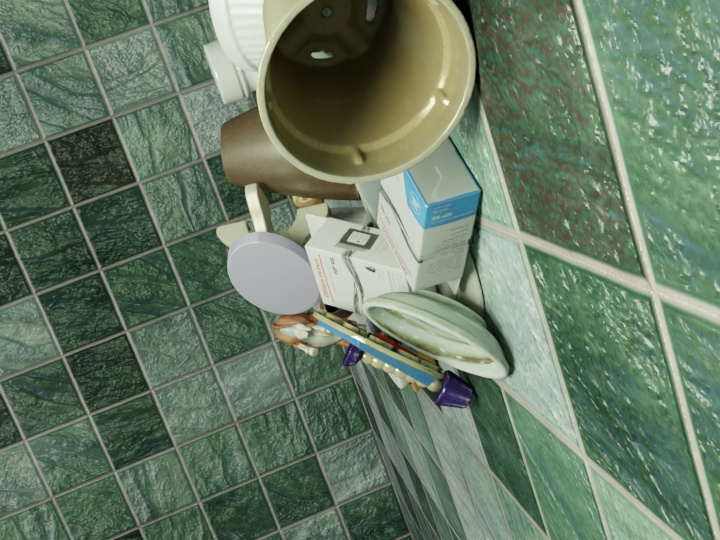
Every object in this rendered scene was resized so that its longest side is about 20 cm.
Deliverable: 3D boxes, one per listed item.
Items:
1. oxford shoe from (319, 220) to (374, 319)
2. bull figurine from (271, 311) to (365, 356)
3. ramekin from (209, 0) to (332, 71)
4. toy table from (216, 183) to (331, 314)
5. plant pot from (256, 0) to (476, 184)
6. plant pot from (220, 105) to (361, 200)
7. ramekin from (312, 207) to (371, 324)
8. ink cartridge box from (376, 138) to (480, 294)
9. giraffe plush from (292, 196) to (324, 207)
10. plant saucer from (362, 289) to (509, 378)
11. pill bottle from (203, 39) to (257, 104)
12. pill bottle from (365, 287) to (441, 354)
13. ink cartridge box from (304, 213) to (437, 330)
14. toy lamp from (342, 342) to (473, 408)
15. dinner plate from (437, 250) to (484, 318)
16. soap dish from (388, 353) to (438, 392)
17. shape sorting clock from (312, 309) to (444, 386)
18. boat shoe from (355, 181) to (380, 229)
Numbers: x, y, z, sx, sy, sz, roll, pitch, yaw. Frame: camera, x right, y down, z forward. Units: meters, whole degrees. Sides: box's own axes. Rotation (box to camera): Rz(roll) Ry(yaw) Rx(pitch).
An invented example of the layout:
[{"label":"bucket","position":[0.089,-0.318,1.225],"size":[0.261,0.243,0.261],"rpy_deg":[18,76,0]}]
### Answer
[{"label":"oxford shoe","position":[0.007,-0.008,1.332],"size":[0.071,0.200,0.073],"rpy_deg":[30,176,5]},{"label":"bull figurine","position":[-0.054,0.103,1.510],"size":[0.121,0.199,0.065],"rpy_deg":[18,107,49]},{"label":"ramekin","position":[-0.079,-0.324,0.987],"size":[0.200,0.105,0.201],"rpy_deg":[7,-90,-72]},{"label":"toy table","position":[-0.132,-0.032,1.334],"size":[0.200,0.183,0.118],"rpy_deg":[82,-176,-57]},{"label":"plant pot","position":[-0.014,-0.216,0.838],"size":[0.184,0.200,0.201],"rpy_deg":[-112,6,-50]},{"label":"plant pot","position":[-0.106,-0.190,1.339],"size":[0.187,0.199,0.188],"rpy_deg":[-5,-90,-85]},{"label":"ramekin","position":[-0.024,-0.014,1.474],"size":[0.200,0.105,0.201],"rpy_deg":[6,-90,-83]},{"label":"ink cartridge box","position":[0.072,-0.059,1.014],"size":[0.200,0.068,0.116],"rpy_deg":[93,156,-54]},{"label":"giraffe plush","position":[-0.081,-0.217,1.557],"size":[0.200,0.172,0.162],"rpy_deg":[58,-166,2]},{"label":"plant saucer","position":[0.100,0.069,1.095],"size":[0.200,0.050,0.200],"rpy_deg":[25,166,7]},{"label":"pill bottle","position":[-0.118,-0.315,1.267],"size":[0.114,0.199,0.115],"rpy_deg":[159,90,-83]},{"label":"pill bottle","position":[0.064,0.071,1.365],"size":[0.200,0.113,0.114],"rpy_deg":[93,155,-72]},{"label":"ink cartridge box","position":[0.000,0.000,1.210],"size":[0.199,0.067,0.116],"rpy_deg":[14,140,30]},{"label":"toy lamp","position":[0.074,0.156,1.326],"size":[0.058,0.199,0.058],"rpy_deg":[-157,90,-85]},{"label":"dinner plate","position":[0.109,-0.019,1.144],"size":[0.200,0.024,0.201],"rpy_deg":[160,90,-83]},{"label":"soap dish","position":[0.068,0.117,1.599],"size":[0.200,0.081,0.158],"rpy_deg":[-138,28,-74]},{"label":"shape sorting clock","position":[0.026,0.100,1.208],"size":[0.200,0.039,0.200],"rpy_deg":[29,176,3]},{"label":"boat shoe","position":[0.032,-0.113,1.274],"size":[0.200,0.072,0.066],"rpy_deg":[63,172,-20]}]
